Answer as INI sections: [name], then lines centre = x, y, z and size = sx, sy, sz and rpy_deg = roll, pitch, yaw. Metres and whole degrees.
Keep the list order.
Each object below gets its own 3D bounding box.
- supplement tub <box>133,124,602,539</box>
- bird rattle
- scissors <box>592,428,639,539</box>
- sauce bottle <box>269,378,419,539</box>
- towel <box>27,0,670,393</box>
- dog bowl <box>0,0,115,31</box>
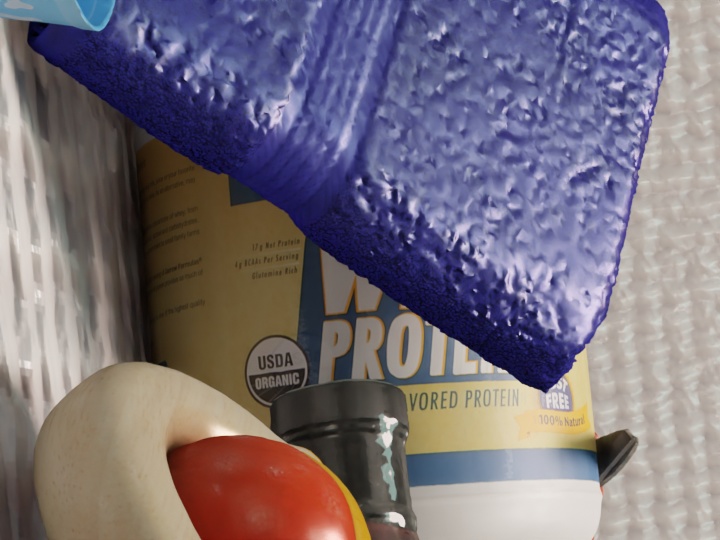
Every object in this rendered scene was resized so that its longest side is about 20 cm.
[supplement tub]
centre = 0.000, 0.000, 0.932
size = 0.145, 0.144, 0.201
rpy_deg = 61, 24, -81
[bird rattle]
centre = -0.026, 0.093, 0.668
size = 0.200, 0.113, 0.163
rpy_deg = 18, 31, -49
[scissors]
centre = 0.081, 0.074, 0.976
size = 0.200, 0.014, 0.074
rpy_deg = -137, -137, -82
[sauce bottle]
centre = 0.002, 0.132, 0.801
size = 0.066, 0.066, 0.201
rpy_deg = 73, 8, -73
[towel]
centre = -0.002, -0.069, 0.819
size = 0.200, 0.049, 0.148
rpy_deg = 34, 56, -26
[dog bowl]
centre = -0.081, -0.125, 0.596
size = 0.200, 0.049, 0.112
rpy_deg = -91, 174, -58
